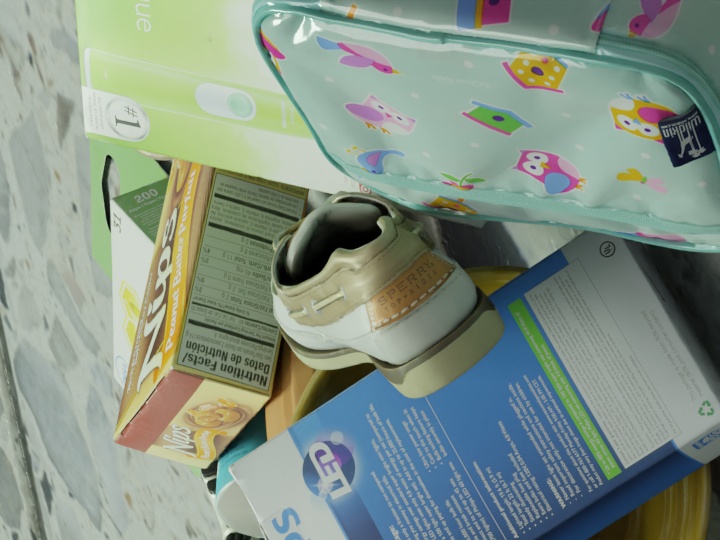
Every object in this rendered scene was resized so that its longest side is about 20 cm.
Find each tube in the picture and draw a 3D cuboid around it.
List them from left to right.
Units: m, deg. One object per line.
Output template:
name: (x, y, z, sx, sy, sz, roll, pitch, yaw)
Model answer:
tube: (-0.050, 0.045, 1.530, 0.078, 0.050, 0.201, 111, 163, -45)

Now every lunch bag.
lunch bag: (0.068, -0.073, 1.128, 0.199, 0.077, 0.161, 12, 154, 24)

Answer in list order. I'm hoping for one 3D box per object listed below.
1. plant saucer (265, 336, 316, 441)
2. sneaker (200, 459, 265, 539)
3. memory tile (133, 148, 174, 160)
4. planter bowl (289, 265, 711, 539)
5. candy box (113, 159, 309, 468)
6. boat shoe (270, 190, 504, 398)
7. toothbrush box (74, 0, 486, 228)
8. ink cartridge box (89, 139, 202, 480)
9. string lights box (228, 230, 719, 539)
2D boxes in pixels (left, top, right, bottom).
plant saucer: (-0.005, 0.111, 1.449, 0.200, 0.037, 0.202, -15, -90, -78)
sneaker: (-0.034, 0.135, 1.549, 0.089, 0.078, 0.201, 50, -145, -44)
memory tile: (-0.056, -0.140, 1.362, 0.152, 0.017, 0.201, 8, 115, 24)
planter bowl: (0.069, 0.104, 1.327, 0.201, 0.200, 0.083, 59, -169, 19)
candy box: (-0.067, -0.016, 1.463, 0.115, 0.055, 0.201, 131, 152, -62)
boat shoe: (0.000, 0.000, 1.259, 0.069, 0.075, 0.200, 54, 167, -15)
toothbrush box: (-0.021, -0.119, 1.283, 0.199, 0.086, 0.146, 13, 125, 21)
ink cartridge box: (-0.126, 0.005, 1.725, 0.200, 0.048, 0.146, 45, 146, 36)
string lights box: (0.055, 0.077, 1.260, 0.103, 0.199, 0.059, 60, -168, 18)
